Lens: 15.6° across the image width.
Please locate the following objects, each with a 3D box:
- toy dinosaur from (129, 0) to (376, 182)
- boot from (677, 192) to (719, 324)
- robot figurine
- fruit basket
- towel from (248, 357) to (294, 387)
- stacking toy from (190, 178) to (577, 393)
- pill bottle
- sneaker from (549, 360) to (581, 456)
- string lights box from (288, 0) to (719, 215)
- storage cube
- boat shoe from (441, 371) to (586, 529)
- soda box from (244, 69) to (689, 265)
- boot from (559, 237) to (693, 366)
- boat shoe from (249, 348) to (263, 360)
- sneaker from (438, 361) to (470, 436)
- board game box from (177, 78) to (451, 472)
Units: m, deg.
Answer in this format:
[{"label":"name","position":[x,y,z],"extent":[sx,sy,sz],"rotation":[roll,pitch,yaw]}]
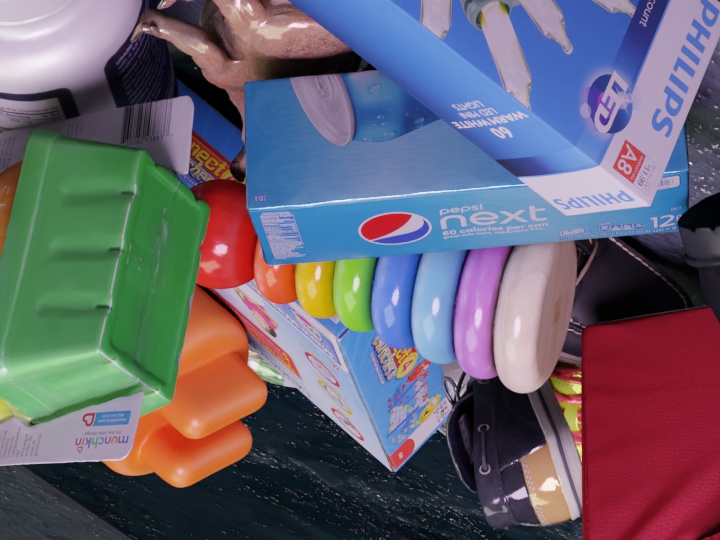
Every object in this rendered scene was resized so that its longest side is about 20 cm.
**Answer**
[{"label":"toy dinosaur","position":[-0.028,-0.114,1.232],"extent":[0.135,0.086,0.200],"rotation":[30,156,-12]},{"label":"boot","position":[0.247,0.035,1.145],"extent":[0.199,0.076,0.169],"rotation":[-11,108,36]},{"label":"robot figurine","position":[-0.145,0.039,1.543],"extent":[0.200,0.117,0.144],"rotation":[38,169,26]},{"label":"fruit basket","position":[-0.169,0.014,1.260],"extent":[0.199,0.186,0.094],"rotation":[-12,148,37]},{"label":"towel","position":[-0.072,0.044,1.777],"extent":[0.199,0.023,0.153],"rotation":[23,160,7]},{"label":"stacking toy","position":[0.000,0.000,1.270],"extent":[0.199,0.086,0.085],"rotation":[11,157,17]},{"label":"pill bottle","position":[-0.158,-0.124,1.317],"extent":[0.111,0.111,0.200],"rotation":[20,160,13]},{"label":"sneaker","position":[0.136,0.072,1.498],"extent":[0.078,0.091,0.200],"rotation":[9,154,42]},{"label":"string lights box","position":[0.053,-0.119,1.087],"extent":[0.200,0.103,0.059],"rotation":[35,158,-28]},{"label":"storage cube","position":[0.218,0.128,1.335],"extent":[0.170,0.181,0.200],"rotation":[-12,146,21]},{"label":"boat shoe","position":[0.075,0.082,1.404],"extent":[0.200,0.062,0.075],"rotation":[-109,-2,-69]},{"label":"soda box","position":[0.049,-0.052,1.200],"extent":[0.199,0.068,0.064],"rotation":[-5,155,5]},{"label":"boot","position":[0.095,-0.024,1.337],"extent":[0.199,0.073,0.151],"rotation":[31,160,-1]},{"label":"boat shoe","position":[-0.124,0.006,1.658],"extent":[0.200,0.065,0.072],"rotation":[37,140,-24]},{"label":"sneaker","position":[0.080,0.095,1.634],"extent":[0.199,0.082,0.075],"rotation":[18,159,20]},{"label":"board game box","position":[-0.046,0.002,1.491],"extent":[0.200,0.056,0.196],"rotation":[40,168,24]}]
